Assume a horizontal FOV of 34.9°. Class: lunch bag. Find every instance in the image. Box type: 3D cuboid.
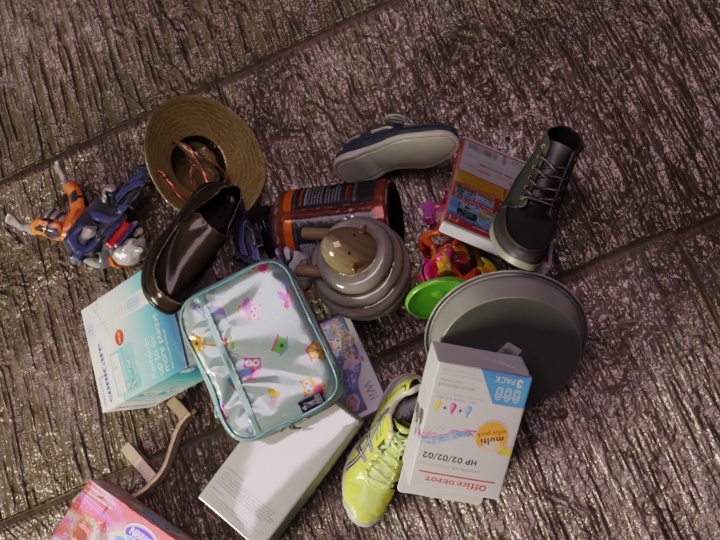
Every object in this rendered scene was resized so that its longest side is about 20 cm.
[{"bbox_3d":[-0.119,0.101,1.365,0.159,0.077,0.201,-25,83,-1],"label":"lunch bag"}]

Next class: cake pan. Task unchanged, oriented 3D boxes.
[{"bbox_3d":[0.176,0.090,1.371,0.198,0.201,0.037,-13,35,10],"label":"cake pan"}]

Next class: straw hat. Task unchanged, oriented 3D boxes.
[{"bbox_3d":[-0.237,-0.140,1.610,0.085,0.200,0.203,-36,57,48],"label":"straw hat"}]

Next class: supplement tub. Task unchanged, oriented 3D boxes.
[{"bbox_3d":[-0.047,-0.061,1.525,0.198,0.107,0.108,-5,70,13],"label":"supplement tub"}]

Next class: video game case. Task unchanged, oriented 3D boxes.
[{"bbox_3d":[0.178,-0.086,1.438,0.142,0.018,0.201,22,39,-4],"label":"video game case"},{"bbox_3d":[-0.077,0.159,1.505,0.199,0.018,0.144,-27,66,4],"label":"video game case"}]

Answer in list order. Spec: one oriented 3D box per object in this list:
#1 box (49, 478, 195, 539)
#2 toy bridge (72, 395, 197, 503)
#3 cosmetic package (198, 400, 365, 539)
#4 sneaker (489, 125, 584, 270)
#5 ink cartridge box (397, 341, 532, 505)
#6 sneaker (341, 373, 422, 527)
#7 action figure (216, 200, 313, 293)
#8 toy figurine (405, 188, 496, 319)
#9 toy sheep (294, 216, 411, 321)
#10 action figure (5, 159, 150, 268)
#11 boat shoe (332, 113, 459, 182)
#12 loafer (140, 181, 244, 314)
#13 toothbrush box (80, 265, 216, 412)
[{"bbox_3d":[-0.274,0.357,1.431,0.199,0.095,0.103,32,82,14],"label":"box"},{"bbox_3d":[-0.289,0.257,1.520,0.200,0.027,0.067,-45,69,-4],"label":"toy bridge"},{"bbox_3d":[-0.095,0.236,1.430,0.107,0.085,0.200,39,88,12],"label":"cosmetic package"},{"bbox_3d":[0.211,-0.092,1.363,0.074,0.107,0.201,22,39,-3],"label":"sneaker"},{"bbox_3d":[0.119,0.196,1.347,0.114,0.068,0.202,10,107,-7],"label":"ink cartridge box"},{"bbox_3d":[0.030,0.218,1.416,0.075,0.076,0.202,21,79,-3],"label":"sneaker"},{"bbox_3d":[-0.141,0.010,1.495,0.192,0.104,0.202,-22,68,27],"label":"action figure"},{"bbox_3d":[0.126,-0.026,1.445,0.150,0.199,0.185,-46,43,40],"label":"toy figurine"},{"bbox_3d":[0.000,0.000,1.419,0.137,0.200,0.139,-6,70,17],"label":"toy sheep"},{"bbox_3d":[-0.375,-0.077,1.635,0.193,0.105,0.200,32,56,15],"label":"action figure"},{"bbox_3d":[0.050,-0.169,1.536,0.199,0.075,0.062,-16,47,42],"label":"boat shoe"},{"bbox_3d":[-0.204,-0.038,1.399,0.071,0.073,0.201,-24,37,50],"label":"loafer"},{"bbox_3d":[-0.265,0.084,1.485,0.199,0.085,0.148,-28,72,42],"label":"toothbrush box"}]
